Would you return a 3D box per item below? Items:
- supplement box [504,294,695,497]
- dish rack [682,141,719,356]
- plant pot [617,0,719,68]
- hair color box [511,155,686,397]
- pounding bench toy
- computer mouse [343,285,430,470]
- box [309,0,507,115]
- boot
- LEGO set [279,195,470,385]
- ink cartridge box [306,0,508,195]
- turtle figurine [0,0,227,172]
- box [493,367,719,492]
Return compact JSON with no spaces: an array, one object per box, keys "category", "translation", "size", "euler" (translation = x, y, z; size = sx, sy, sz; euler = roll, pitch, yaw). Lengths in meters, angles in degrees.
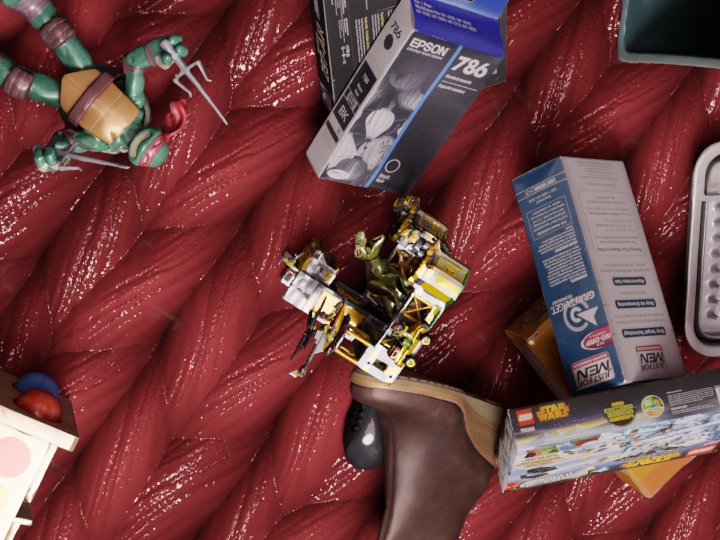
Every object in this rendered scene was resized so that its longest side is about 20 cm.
[{"category":"supplement box","translation":[0.220,0.111,1.347],"size":[0.066,0.069,0.200],"euler":[-40,108,-6]},{"category":"dish rack","translation":[0.376,-0.023,1.376],"size":[0.171,0.044,0.201],"euler":[-1,100,-15]},{"category":"plant pot","translation":[0.365,-0.266,1.260],"size":[0.199,0.196,0.198],"euler":[1,99,-23]},{"category":"hair color box","translation":[0.205,0.006,1.268],"size":[0.100,0.060,0.201],"euler":[0,71,-46]},{"category":"pounding bench toy","translation":[-0.344,0.133,1.171],"size":[0.199,0.124,0.157],"euler":[25,92,-17]},{"category":"computer mouse","translation":[0.038,0.087,1.311],"size":[0.058,0.034,0.201],"euler":[20,93,-16]},{"category":"box","translation":[0.040,-0.218,1.197],"size":[0.159,0.044,0.201],"euler":[-19,140,-10]},{"category":"boot","translation":[0.044,0.176,1.276],"size":[0.200,0.072,0.167],"euler":[23,86,-44]},{"category":"LEGO set","translation":[0.000,0.000,1.216],"size":[0.116,0.200,0.154],"euler":[32,109,-13]},{"category":"ink cartridge box","translation":[0.045,-0.152,1.208],"size":[0.099,0.039,0.200],"euler":[9,128,-35]},{"category":"turtle figurine","translation":[-0.215,-0.136,1.173],"size":[0.200,0.101,0.150],"euler":[37,74,-2]},{"category":"box","translation":[0.218,0.136,1.250],"size":[0.199,0.137,0.040],"euler":[-10,67,-5]}]
